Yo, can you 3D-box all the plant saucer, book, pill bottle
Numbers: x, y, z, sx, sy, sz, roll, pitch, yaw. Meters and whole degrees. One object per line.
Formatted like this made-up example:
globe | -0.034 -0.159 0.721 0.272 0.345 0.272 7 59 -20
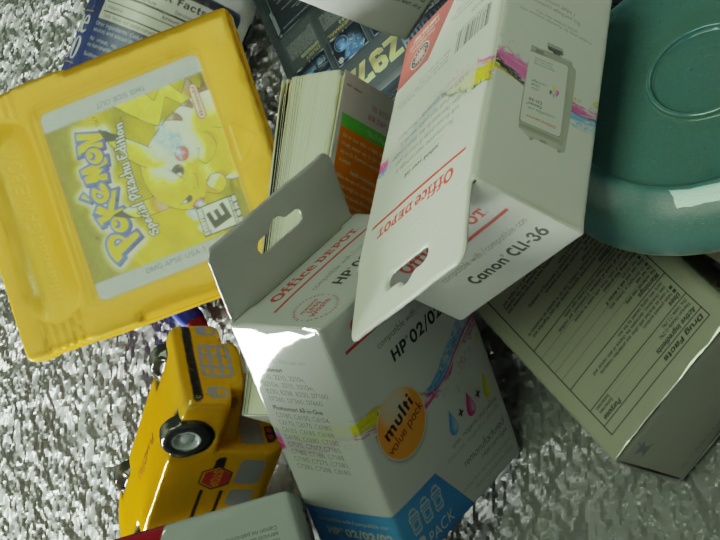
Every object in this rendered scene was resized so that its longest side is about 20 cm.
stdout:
plant saucer | 0.180 -0.096 0.881 0.199 0.027 0.201 -19 46 21
book | 0.000 0.000 1.019 0.048 0.133 0.201 -3 73 38
pill bottle | -0.139 -0.163 1.201 0.111 0.111 0.201 23 91 42

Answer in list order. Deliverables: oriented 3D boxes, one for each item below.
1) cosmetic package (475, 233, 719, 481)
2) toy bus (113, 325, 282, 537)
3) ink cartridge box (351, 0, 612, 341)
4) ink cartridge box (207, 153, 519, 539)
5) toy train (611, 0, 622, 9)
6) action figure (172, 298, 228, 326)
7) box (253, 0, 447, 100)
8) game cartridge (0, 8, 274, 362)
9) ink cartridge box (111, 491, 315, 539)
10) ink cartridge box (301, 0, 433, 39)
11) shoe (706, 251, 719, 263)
cosmetic package | 0.128 0.009 0.949 0.104 0.073 0.200 -52 51 14
toy bus | -0.100 0.122 1.037 0.065 0.078 0.200 -106 28 -43
ink cartridge box | 0.062 -0.056 0.881 0.116 0.067 0.201 -40 31 52
ink cartridge box | 0.005 0.048 0.939 0.068 0.201 0.115 2 34 41
toy train | 0.150 -0.244 0.986 0.086 0.114 0.201 8 81 43
action figure | -0.144 -0.009 1.201 0.200 0.052 0.066 42 108 42
box | 0.030 -0.188 1.110 0.200 0.051 0.158 -40 53 23
game cartridge | -0.150 -0.054 1.126 0.199 0.032 0.177 -20 84 6
ink cartridge box | -0.076 0.236 0.934 0.145 0.145 0.201 -15 80 -2
ink cartridge box | 0.029 -0.258 0.991 0.200 0.084 0.145 -54 33 36
shoe | 0.172 -0.056 0.902 0.200 0.053 0.070 45 113 44
